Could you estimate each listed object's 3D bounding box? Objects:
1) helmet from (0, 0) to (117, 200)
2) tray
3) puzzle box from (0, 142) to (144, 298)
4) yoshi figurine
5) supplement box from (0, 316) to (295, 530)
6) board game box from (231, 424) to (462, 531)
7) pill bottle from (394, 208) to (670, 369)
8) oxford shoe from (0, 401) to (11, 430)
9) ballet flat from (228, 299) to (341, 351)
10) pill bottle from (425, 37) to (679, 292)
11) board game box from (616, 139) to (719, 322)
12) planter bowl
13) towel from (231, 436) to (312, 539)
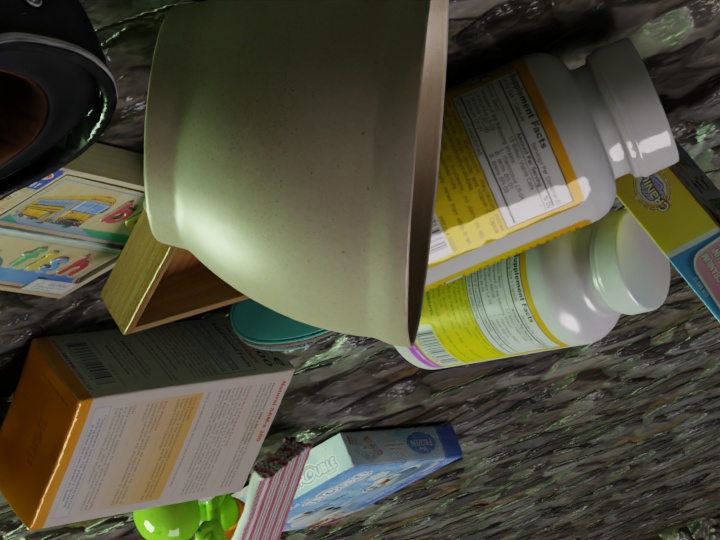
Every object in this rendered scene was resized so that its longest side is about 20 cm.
[{"bbox_3d":[-0.200,-0.059,0.743,0.200,0.191,0.200,13,158,6],"label":"helmet"},{"bbox_3d":[-0.076,-0.042,1.149,0.099,0.037,0.200,-17,155,-36],"label":"tray"},{"bbox_3d":[-0.187,-0.031,1.134,0.133,0.025,0.200,-29,162,23],"label":"puzzle box"},{"bbox_3d":[-0.166,0.219,1.814,0.112,0.112,0.200,-15,161,0],"label":"yoshi figurine"},{"bbox_3d":[-0.161,0.109,1.448,0.200,0.074,0.126,-5,130,-43],"label":"supplement box"},{"bbox_3d":[-0.024,0.228,2.123,0.200,0.043,0.199,-32,159,33],"label":"board game box"},{"bbox_3d":[0.118,0.008,1.412,0.200,0.104,0.104,-12,172,37],"label":"pill bottle"},{"bbox_3d":[-0.306,0.159,1.488,0.073,0.084,0.200,-1,152,-46],"label":"oxford shoe"},{"bbox_3d":[0.000,0.000,1.402,0.200,0.074,0.074,-24,164,21],"label":"ballet flat"},{"bbox_3d":[0.088,-0.067,1.210,0.200,0.113,0.113,-23,164,5],"label":"pill bottle"},{"bbox_3d":[0.232,-0.030,1.347,0.040,0.200,0.153,-42,158,15],"label":"board game box"},{"bbox_3d":[-0.031,-0.068,0.969,0.135,0.200,0.200,6,164,5],"label":"planter bowl"},{"bbox_3d":[-0.100,0.238,1.851,0.030,0.146,0.200,20,-172,9],"label":"towel"}]
